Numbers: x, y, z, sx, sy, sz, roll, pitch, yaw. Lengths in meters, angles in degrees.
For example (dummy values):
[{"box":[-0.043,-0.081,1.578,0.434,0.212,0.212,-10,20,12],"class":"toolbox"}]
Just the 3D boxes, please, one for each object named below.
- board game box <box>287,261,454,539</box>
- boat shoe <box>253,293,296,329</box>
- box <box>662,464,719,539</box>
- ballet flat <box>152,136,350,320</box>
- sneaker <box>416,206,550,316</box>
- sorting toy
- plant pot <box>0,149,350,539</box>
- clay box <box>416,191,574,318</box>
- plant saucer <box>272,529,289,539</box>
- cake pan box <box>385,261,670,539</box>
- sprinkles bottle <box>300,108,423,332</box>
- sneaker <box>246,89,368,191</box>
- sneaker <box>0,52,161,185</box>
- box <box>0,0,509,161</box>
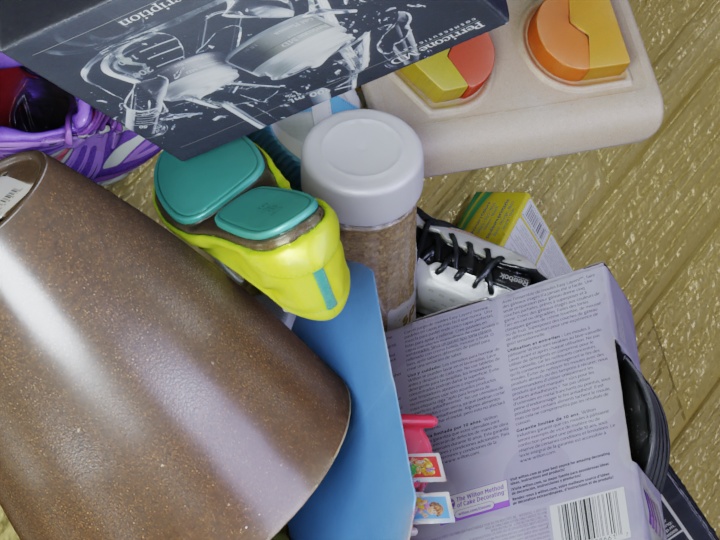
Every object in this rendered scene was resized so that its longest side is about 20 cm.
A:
[{"box":[0.005,0.098,1.577,0.039,0.158,0.200,3,57,-22],"class":"board game box"},{"box":[-0.074,0.100,1.668,0.200,0.072,0.071,-56,129,-38],"class":"boat shoe"},{"box":[0.087,0.149,1.758,0.200,0.123,0.198,-34,137,2],"class":"box"},{"box":[-0.055,-0.019,1.537,0.067,0.200,0.067,-33,114,-10],"class":"ballet flat"},{"box":[0.057,-0.001,1.791,0.200,0.080,0.074,29,63,-21],"class":"sneaker"},{"box":[0.075,-0.162,1.761,0.185,0.036,0.200,-10,75,-23],"class":"sorting toy"},{"box":[-0.136,0.043,1.516,0.200,0.187,0.187,53,51,-24],"class":"plant pot"},{"box":[0.072,0.061,1.882,0.200,0.048,0.115,-59,134,-31],"class":"clay box"},{"box":[-0.060,0.232,1.542,0.200,0.048,0.200,-114,-145,-76],"class":"plant saucer"},{"box":[0.068,0.104,1.634,0.052,0.200,0.185,51,26,-51],"class":"cake pan box"},{"box":[0.000,0.000,1.704,0.068,0.068,0.200,-54,157,-36],"class":"sprinkles bottle"},{"box":[-0.059,-0.108,1.684,0.200,0.076,0.081,47,51,-53],"class":"sneaker"},{"box":[-0.154,-0.079,1.544,0.200,0.083,0.081,-3,95,-54],"class":"sneaker"},{"box":[-0.058,-0.158,1.477,0.182,0.200,0.104,29,44,-59],"class":"box"}]
